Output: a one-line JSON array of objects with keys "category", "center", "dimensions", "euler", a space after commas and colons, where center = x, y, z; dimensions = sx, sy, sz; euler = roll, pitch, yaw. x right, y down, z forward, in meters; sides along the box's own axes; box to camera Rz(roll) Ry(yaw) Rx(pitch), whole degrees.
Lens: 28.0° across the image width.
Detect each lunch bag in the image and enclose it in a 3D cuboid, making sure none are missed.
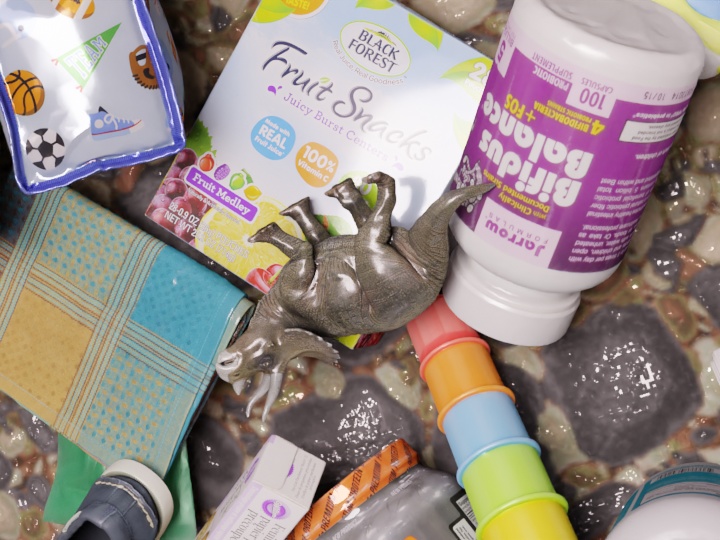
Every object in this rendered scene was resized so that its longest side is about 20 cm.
[{"category": "lunch bag", "center": [-0.176, -0.163, 0.892], "dimensions": [0.123, 0.170, 0.201], "euler": [-17, 100, -6]}]

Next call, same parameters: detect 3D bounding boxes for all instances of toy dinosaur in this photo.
[{"category": "toy dinosaur", "center": [0.000, 0.000, 0.859], "dimensions": [0.199, 0.077, 0.103], "euler": [-25, 100, 15]}]

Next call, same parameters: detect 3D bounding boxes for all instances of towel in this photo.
[{"category": "towel", "center": [-0.177, 0.035, 0.946], "dimensions": [0.200, 0.022, 0.147], "euler": [30, 98, 19]}]

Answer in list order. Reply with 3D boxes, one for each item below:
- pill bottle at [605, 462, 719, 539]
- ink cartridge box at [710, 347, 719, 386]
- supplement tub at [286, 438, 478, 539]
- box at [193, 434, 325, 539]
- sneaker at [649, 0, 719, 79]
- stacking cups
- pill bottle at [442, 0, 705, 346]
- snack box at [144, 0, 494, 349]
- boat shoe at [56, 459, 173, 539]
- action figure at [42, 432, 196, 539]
[{"category": "pill bottle", "center": [0.187, 0.173, 0.803], "dimensions": [0.110, 0.200, 0.111], "euler": [0, 91, 16]}, {"category": "ink cartridge box", "center": [0.315, 0.076, 0.793], "dimensions": [0.199, 0.083, 0.147], "euler": [-25, 125, 14]}, {"category": "supplement tub", "center": [0.051, 0.210, 0.882], "dimensions": [0.122, 0.123, 0.200], "euler": [-42, 79, 12]}, {"category": "box", "center": [-0.083, 0.176, 0.908], "dimensions": [0.039, 0.042, 0.200], "euler": [29, 133, -7]}, {"category": "sneaker", "center": [0.171, -0.213, 0.879], "dimensions": [0.200, 0.076, 0.105], "euler": [45, 89, 4]}, {"category": "stacking cups", "center": [0.076, 0.104, 0.871], "dimensions": [0.060, 0.060, 0.200], "euler": [-34, 49, 13]}, {"category": "pill bottle", "center": [0.114, -0.059, 0.844], "dimensions": [0.112, 0.112, 0.201], "euler": [25, 121, 14]}, {"category": "snack box", "center": [-0.016, -0.078, 0.927], "dimensions": [0.168, 0.068, 0.200], "euler": [31, 98, 13]}, {"category": "boat shoe", "center": [-0.177, 0.206, 0.939], "dimensions": [0.075, 0.062, 0.200], "euler": [38, 129, 7]}, {"category": "action figure", "center": [-0.154, 0.075, 0.973], "dimensions": [0.118, 0.055, 0.201], "euler": [4, 92, 17]}]
